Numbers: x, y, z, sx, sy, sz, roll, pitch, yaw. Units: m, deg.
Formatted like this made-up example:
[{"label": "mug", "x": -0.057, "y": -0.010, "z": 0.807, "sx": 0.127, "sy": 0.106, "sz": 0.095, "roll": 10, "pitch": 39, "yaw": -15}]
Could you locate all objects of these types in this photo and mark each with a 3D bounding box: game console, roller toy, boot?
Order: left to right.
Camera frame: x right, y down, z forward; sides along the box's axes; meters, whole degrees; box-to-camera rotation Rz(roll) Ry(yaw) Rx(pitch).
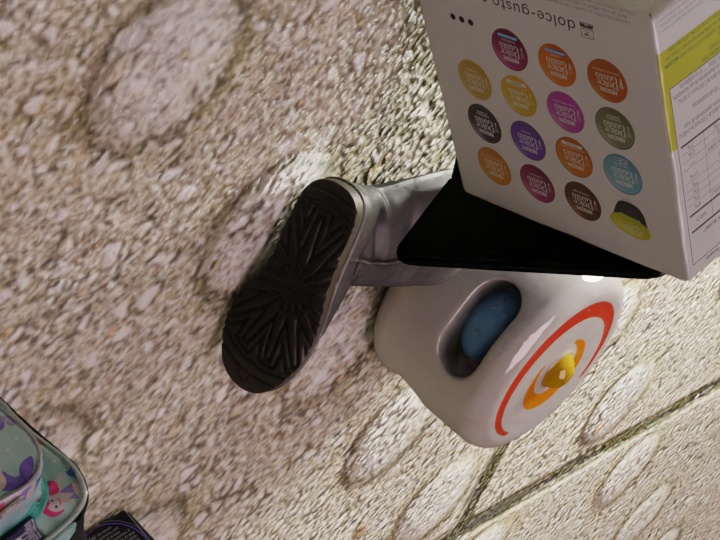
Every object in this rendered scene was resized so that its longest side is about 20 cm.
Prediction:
[{"label": "boot", "x": 0.001, "y": 0.002, "z": 1.406, "sx": 0.182, "sy": 0.073, "sz": 0.200, "roll": -57, "pitch": 162, "yaw": 18}, {"label": "roller toy", "x": 0.115, "y": 0.045, "z": 1.562, "sx": 0.182, "sy": 0.140, "sz": 0.200, "roll": -34, "pitch": 153, "yaw": -30}, {"label": "game console", "x": 0.155, "y": -0.018, "z": 1.356, "sx": 0.176, "sy": 0.200, "sz": 0.117, "roll": 43, "pitch": 56, "yaw": -55}]

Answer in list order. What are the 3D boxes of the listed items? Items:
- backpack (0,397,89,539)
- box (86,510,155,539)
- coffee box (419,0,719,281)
[{"label": "backpack", "x": -0.256, "y": 0.135, "z": 1.006, "sx": 0.200, "sy": 0.177, "sz": 0.151, "roll": -40, "pitch": 154, "yaw": -24}, {"label": "box", "x": -0.194, "y": 0.295, "z": 1.445, "sx": 0.122, "sy": 0.106, "sz": 0.200, "roll": -31, "pitch": 151, "yaw": -34}, {"label": "coffee box", "x": 0.184, "y": -0.148, "z": 1.248, "sx": 0.200, "sy": 0.200, "sz": 0.198, "roll": -38, "pitch": 132, "yaw": -27}]
